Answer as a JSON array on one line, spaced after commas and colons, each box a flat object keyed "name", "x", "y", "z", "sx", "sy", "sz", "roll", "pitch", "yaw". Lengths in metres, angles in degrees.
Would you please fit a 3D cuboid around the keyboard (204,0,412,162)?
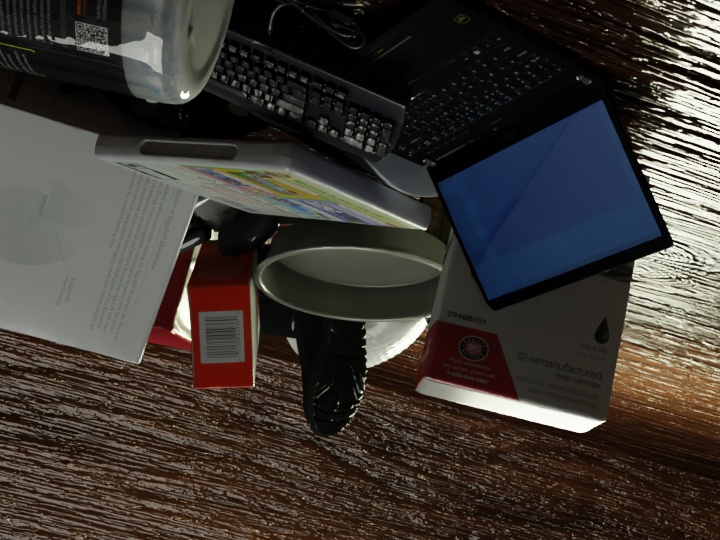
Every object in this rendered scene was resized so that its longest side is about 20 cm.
[{"name": "keyboard", "x": -0.061, "y": -0.140, "z": 0.775, "sx": 0.199, "sy": 0.021, "sz": 0.127, "roll": 23, "pitch": 144, "yaw": 4}]

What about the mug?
[{"name": "mug", "x": 0.029, "y": 0.028, "z": 1.413, "sx": 0.198, "sy": 0.149, "sz": 0.175, "roll": -12, "pitch": 173, "yaw": -28}]

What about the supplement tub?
[{"name": "supplement tub", "x": -0.171, "y": -0.166, "z": 0.643, "sx": 0.198, "sy": 0.124, "sz": 0.123, "roll": 13, "pitch": 170, "yaw": 4}]

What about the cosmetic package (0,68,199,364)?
[{"name": "cosmetic package", "x": -0.256, "y": -0.053, "z": 1.063, "sx": 0.198, "sy": 0.201, "sz": 0.123, "roll": 17, "pitch": -158, "yaw": -15}]

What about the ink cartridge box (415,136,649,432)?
[{"name": "ink cartridge box", "x": 0.136, "y": 0.011, "z": 0.969, "sx": 0.143, "sy": 0.202, "sz": 0.084, "roll": 13, "pitch": 166, "yaw": 1}]

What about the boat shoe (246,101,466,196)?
[{"name": "boat shoe", "x": -0.011, "y": -0.110, "z": 0.901, "sx": 0.199, "sy": 0.070, "sz": 0.066, "roll": 16, "pitch": -172, "yaw": -31}]

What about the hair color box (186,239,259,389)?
[{"name": "hair color box", "x": -0.132, "y": 0.038, "z": 1.207, "sx": 0.061, "sy": 0.103, "sz": 0.200, "roll": -2, "pitch": -167, "yaw": -2}]

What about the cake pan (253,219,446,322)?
[{"name": "cake pan", "x": 0.000, "y": 0.000, "z": 1.144, "sx": 0.198, "sy": 0.037, "sz": 0.201, "roll": 4, "pitch": 160, "yaw": 2}]

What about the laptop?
[{"name": "laptop", "x": 0.072, "y": -0.067, "z": 0.802, "sx": 0.199, "sy": 0.104, "sz": 0.177, "roll": 20, "pitch": 153, "yaw": -31}]

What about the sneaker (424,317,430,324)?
[{"name": "sneaker", "x": 0.158, "y": 0.020, "z": 1.231, "sx": 0.199, "sy": 0.071, "sz": 0.090, "roll": -15, "pitch": -178, "yaw": 32}]

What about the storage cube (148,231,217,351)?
[{"name": "storage cube", "x": -0.255, "y": -0.007, "z": 1.457, "sx": 0.178, "sy": 0.173, "sz": 0.200, "roll": 10, "pitch": 169, "yaw": 14}]

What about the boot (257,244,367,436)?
[{"name": "boot", "x": -0.070, "y": 0.065, "z": 1.327, "sx": 0.073, "sy": 0.200, "sz": 0.162, "roll": 0, "pitch": -173, "yaw": -45}]

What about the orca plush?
[{"name": "orca plush", "x": -0.151, "y": -0.125, "z": 0.975, "sx": 0.198, "sy": 0.072, "sz": 0.105, "roll": 11, "pitch": 169, "yaw": 14}]

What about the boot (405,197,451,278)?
[{"name": "boot", "x": 0.094, "y": -0.020, "z": 1.205, "sx": 0.096, "sy": 0.075, "sz": 0.200, "roll": 16, "pitch": 168, "yaw": 2}]

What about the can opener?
[{"name": "can opener", "x": -0.165, "y": -0.031, "z": 1.162, "sx": 0.199, "sy": 0.067, "sz": 0.053, "roll": -23, "pitch": 142, "yaw": 19}]

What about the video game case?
[{"name": "video game case", "x": -0.069, "y": -0.067, "z": 0.931, "sx": 0.181, "sy": 0.022, "sz": 0.200, "roll": 7, "pitch": 173, "yaw": 32}]

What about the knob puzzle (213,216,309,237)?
[{"name": "knob puzzle", "x": -0.051, "y": -0.035, "z": 1.251, "sx": 0.217, "sy": 0.031, "sz": 0.220, "roll": 0, "pitch": 178, "yaw": 0}]
